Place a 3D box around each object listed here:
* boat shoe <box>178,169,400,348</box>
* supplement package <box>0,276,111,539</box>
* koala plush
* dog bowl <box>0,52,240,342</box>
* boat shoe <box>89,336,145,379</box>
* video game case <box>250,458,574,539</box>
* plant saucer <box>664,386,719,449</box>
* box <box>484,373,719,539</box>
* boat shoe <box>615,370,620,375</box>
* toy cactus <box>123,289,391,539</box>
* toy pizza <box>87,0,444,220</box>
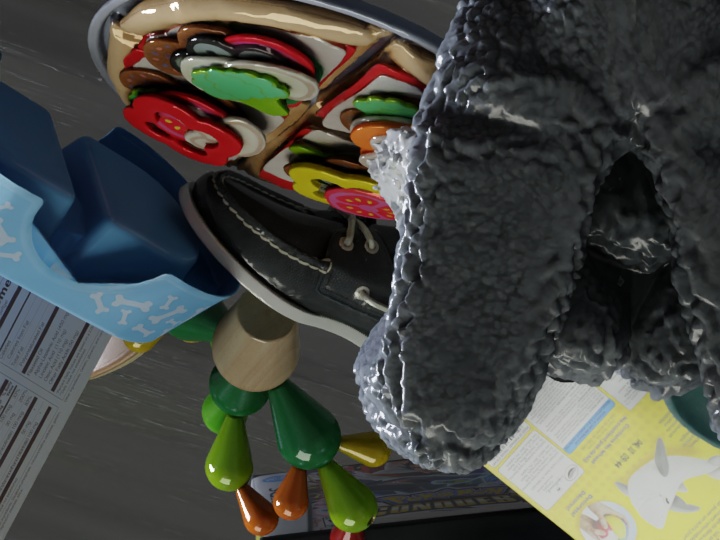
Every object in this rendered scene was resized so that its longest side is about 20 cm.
[{"bbox_3d":[0.000,0.000,0.977,0.200,0.076,0.060,32,115,-33],"label":"boat shoe"},{"bbox_3d":[-0.246,0.024,1.028,0.199,0.156,0.111,20,167,35],"label":"supplement package"},{"bbox_3d":[0.086,-0.027,0.731,0.176,0.185,0.200,1,-179,-1],"label":"koala plush"},{"bbox_3d":[-0.141,-0.034,0.905,0.050,0.112,0.200,-42,132,17],"label":"dog bowl"},{"bbox_3d":[-0.183,0.037,1.235,0.199,0.073,0.072,-17,174,40],"label":"boat shoe"},{"bbox_3d":[0.035,0.140,1.185,0.198,0.026,0.181,-6,-174,-4],"label":"video game case"},{"bbox_3d":[0.226,0.040,0.826,0.198,0.036,0.200,7,155,3],"label":"plant saucer"},{"bbox_3d":[0.166,0.105,0.971,0.200,0.048,0.117,40,120,1],"label":"box"},{"bbox_3d":[0.119,0.013,0.879,0.199,0.069,0.072,9,162,-11],"label":"boat shoe"},{"bbox_3d":[-0.050,0.052,1.047,0.201,0.102,0.165,57,159,14],"label":"toy cactus"},{"bbox_3d":[-0.024,-0.065,0.855,0.199,0.032,0.200,14,161,5],"label":"toy pizza"}]
